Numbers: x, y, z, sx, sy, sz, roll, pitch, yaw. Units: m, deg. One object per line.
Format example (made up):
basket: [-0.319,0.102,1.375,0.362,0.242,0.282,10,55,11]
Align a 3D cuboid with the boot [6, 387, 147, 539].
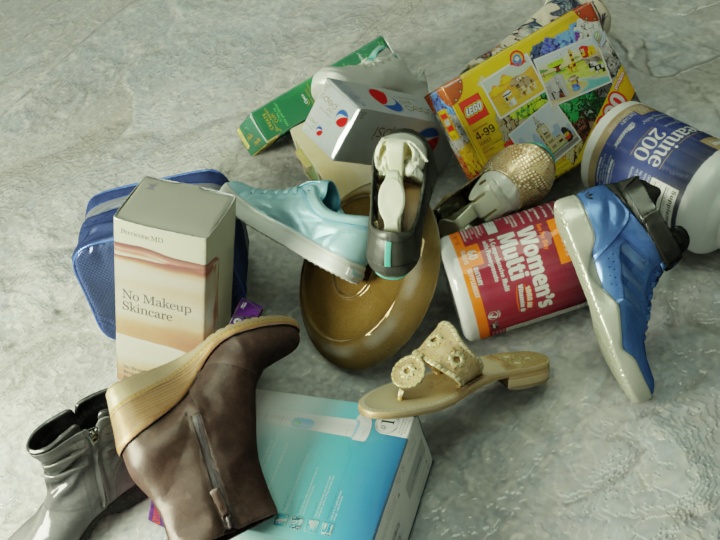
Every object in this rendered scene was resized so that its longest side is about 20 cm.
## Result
boot: [-0.289,0.203,1.081,0.200,0.133,0.069,-41,49,-21]

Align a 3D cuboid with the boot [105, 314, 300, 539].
boot: [-0.111,0.143,1.005,0.198,0.073,0.168,-24,69,-22]

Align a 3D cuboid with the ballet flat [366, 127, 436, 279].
ballet flat: [0.040,-0.085,1.106,0.067,0.069,0.202,-1,50,6]

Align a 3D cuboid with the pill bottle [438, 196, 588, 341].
pill bottle: [0.184,-0.009,1.139,0.197,0.110,0.110,-18,44,2]

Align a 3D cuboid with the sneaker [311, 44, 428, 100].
sneaker: [0.013,-0.225,1.342,0.074,0.199,0.090,2,86,37]

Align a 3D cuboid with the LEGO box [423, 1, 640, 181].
LEGO box: [0.194,-0.179,1.263,0.198,0.150,0.077,-31,6,-12]

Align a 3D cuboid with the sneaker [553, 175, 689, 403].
sneaker: [0.262,0.013,1.050,0.110,0.077,0.203,-20,87,2]

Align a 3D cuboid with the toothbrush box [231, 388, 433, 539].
toothbrush box: [-0.051,0.197,1.038,0.197,0.086,0.148,5,50,21]

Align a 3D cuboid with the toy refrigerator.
toy refrigerator: [-0.013,-0.096,1.315,0.069,0.076,0.201,-26,45,-7]

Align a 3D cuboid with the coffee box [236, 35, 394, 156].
coffee box: [-0.057,-0.216,1.426,0.199,0.044,0.123,-33,6,-15]

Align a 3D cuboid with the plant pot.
plant pot: [0.000,0.000,1.171,0.198,0.027,0.203,-19,63,41]

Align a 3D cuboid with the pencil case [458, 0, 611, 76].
pencil case: [0.214,-0.273,1.402,0.199,0.078,0.089,-40,73,-20]

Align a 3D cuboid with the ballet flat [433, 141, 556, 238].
ballet flat: [0.130,-0.068,1.182,0.071,0.200,0.065,49,59,0]

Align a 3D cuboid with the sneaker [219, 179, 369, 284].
sneaker: [-0.059,-0.061,1.176,0.198,0.074,0.083,29,90,27]

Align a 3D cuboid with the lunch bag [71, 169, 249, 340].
lunch bag: [-0.223,-0.021,1.268,0.197,0.137,0.133,-10,34,6]

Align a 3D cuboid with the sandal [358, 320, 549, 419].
sandal: [0.086,0.079,1.053,0.209,0.071,0.077,-8,15,-30]

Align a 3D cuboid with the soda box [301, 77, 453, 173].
soda box: [0.031,-0.159,1.278,0.198,0.069,0.064,1,37,-49]

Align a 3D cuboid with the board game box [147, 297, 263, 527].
board game box: [-0.150,0.138,1.109,0.032,0.121,0.202,20,52,4]

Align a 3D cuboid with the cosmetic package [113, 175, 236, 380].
cosmetic package: [-0.188,0.020,1.152,0.102,0.203,0.088,12,34,9]

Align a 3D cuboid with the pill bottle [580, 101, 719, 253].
pill bottle: [0.331,-0.087,1.162,0.111,0.112,0.199,-38,47,-18]
